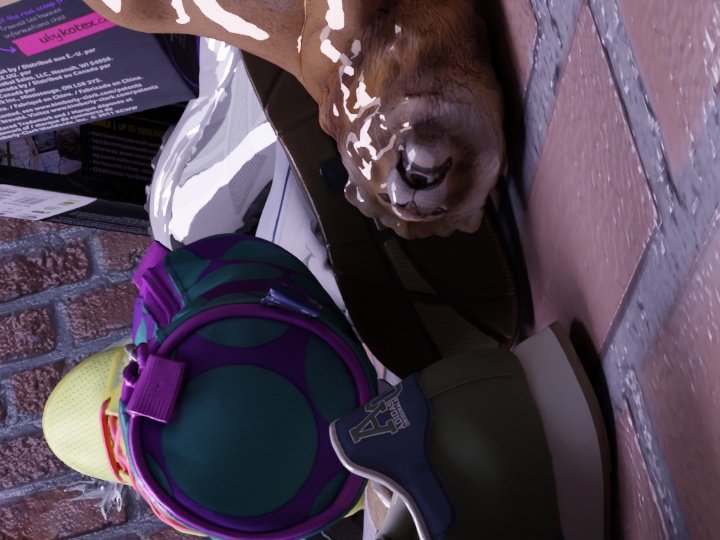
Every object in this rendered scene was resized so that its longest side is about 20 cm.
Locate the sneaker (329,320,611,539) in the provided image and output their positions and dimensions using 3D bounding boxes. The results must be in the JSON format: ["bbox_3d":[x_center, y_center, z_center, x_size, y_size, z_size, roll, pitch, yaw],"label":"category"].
[{"bbox_3d":[0.038,0.110,0.702,0.067,0.090,0.201,-114,12,-55],"label":"sneaker"}]

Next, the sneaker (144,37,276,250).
[{"bbox_3d":[-0.041,-0.055,0.936,0.079,0.074,0.200,38,133,25],"label":"sneaker"}]

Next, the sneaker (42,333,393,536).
[{"bbox_3d":[-0.076,0.075,0.919,0.200,0.090,0.078,1,110,38],"label":"sneaker"}]

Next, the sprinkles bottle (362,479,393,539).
[{"bbox_3d":[0.033,0.103,0.832,0.200,0.068,0.068,91,164,-67],"label":"sprinkles bottle"}]

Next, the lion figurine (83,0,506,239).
[{"bbox_3d":[-0.035,-0.095,0.688,0.200,0.072,0.123,28,135,17],"label":"lion figurine"}]

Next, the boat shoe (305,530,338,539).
[{"bbox_3d":[0.012,0.187,0.957,0.076,0.060,0.200,-31,91,46],"label":"boat shoe"}]

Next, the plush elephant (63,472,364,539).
[{"bbox_3d":[-0.028,0.107,1.041,0.155,0.200,0.165,43,143,45],"label":"plush elephant"}]

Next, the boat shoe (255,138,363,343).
[{"bbox_3d":[0.004,-0.002,0.908,0.202,0.074,0.086,102,146,-59],"label":"boat shoe"}]

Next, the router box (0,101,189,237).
[{"bbox_3d":[-0.126,-0.097,1.021,0.200,0.051,0.150,9,-108,-51],"label":"router box"}]

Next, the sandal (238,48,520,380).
[{"bbox_3d":[0.012,-0.058,0.748,0.055,0.082,0.200,-31,-79,-74],"label":"sandal"}]

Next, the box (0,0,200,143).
[{"bbox_3d":[-0.145,-0.158,0.825,0.200,0.106,0.123,61,-158,-54],"label":"box"}]

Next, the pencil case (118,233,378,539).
[{"bbox_3d":[-0.045,0.036,0.774,0.092,0.085,0.200,32,-177,-9],"label":"pencil case"}]
